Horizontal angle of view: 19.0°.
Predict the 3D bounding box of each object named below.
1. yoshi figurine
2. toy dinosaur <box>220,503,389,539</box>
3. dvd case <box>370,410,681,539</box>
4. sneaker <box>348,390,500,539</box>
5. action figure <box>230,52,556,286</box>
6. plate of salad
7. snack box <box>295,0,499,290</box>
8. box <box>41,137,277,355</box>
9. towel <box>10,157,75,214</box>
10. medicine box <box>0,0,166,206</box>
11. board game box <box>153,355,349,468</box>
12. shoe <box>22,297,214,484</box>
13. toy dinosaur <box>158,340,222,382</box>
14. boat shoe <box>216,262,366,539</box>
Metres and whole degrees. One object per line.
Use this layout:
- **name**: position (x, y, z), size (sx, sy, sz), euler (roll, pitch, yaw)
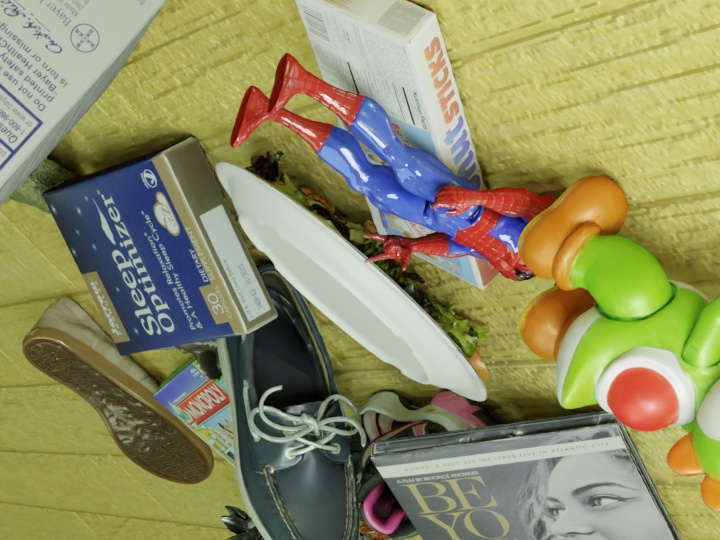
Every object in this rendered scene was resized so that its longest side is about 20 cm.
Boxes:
- **yoshi figurine**: position (0.166, 0.036, 0.948), size (0.112, 0.112, 0.200), euler (15, -161, -50)
- **toy dinosaur**: position (-0.026, 0.222, 1.642), size (0.135, 0.102, 0.200), euler (-20, 130, 15)
- **dvd case**: position (0.110, 0.155, 1.271), size (0.148, 0.016, 0.200), euler (-9, 136, 22)
- **sneaker**: position (0.024, 0.130, 1.378), size (0.080, 0.086, 0.200), euler (43, 160, -4)
- **action figure**: position (0.036, -0.032, 1.019), size (0.199, 0.052, 0.065), euler (25, 145, -19)
- **plate of salad**: position (0.000, 0.000, 1.206), size (0.200, 0.048, 0.200), euler (41, 172, 7)
- **snack box**: position (0.022, -0.066, 1.060), size (0.072, 0.024, 0.200), euler (27, 156, 29)
- **box**: position (-0.138, -0.009, 1.366), size (0.200, 0.032, 0.121), euler (-11, 106, 57)
- **towel**: position (-0.277, -0.091, 1.440), size (0.148, 0.037, 0.200), euler (21, 173, 27)
- **medicine box**: position (-0.213, -0.094, 1.161), size (0.103, 0.200, 0.182), euler (42, 160, -6)
- **board game box**: position (-0.078, 0.112, 1.607), size (0.134, 0.029, 0.200), euler (41, 160, -4)
- **shoe**: position (-0.189, 0.099, 1.758), size (0.070, 0.053, 0.200), euler (-28, 119, 34)
- **toy dinosaur**: position (-0.056, 0.083, 1.448), size (0.200, 0.077, 0.102), euler (47, 168, -5)
- **boat shoe**: position (-0.039, 0.091, 1.335), size (0.062, 0.075, 0.201), euler (121, 142, -57)
